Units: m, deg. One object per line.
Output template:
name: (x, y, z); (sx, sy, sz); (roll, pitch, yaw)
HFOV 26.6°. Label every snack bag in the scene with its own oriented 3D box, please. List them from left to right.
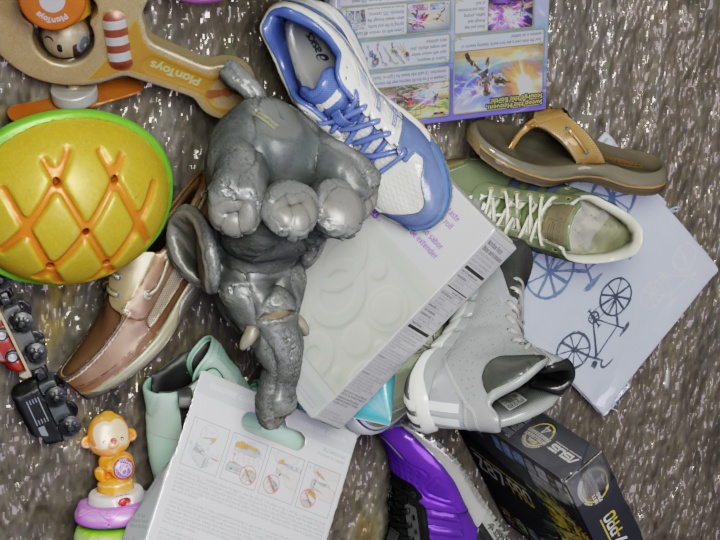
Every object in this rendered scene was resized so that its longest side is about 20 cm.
snack bag: (0.223, 0.006, 1.390); (0.200, 0.021, 0.189); (42, 84, -28)

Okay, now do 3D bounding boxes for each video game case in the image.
video game case: (0.058, -0.212, 1.220); (0.198, 0.045, 0.183); (-9, 110, -24)

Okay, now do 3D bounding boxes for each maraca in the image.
maraca: (-0.228, -0.049, 1.075); (0.198, 0.107, 0.138); (-4, 118, -25)

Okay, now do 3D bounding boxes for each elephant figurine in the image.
elephant figurine: (-0.077, -0.014, 1.110); (0.140, 0.156, 0.201); (22, 136, -3)

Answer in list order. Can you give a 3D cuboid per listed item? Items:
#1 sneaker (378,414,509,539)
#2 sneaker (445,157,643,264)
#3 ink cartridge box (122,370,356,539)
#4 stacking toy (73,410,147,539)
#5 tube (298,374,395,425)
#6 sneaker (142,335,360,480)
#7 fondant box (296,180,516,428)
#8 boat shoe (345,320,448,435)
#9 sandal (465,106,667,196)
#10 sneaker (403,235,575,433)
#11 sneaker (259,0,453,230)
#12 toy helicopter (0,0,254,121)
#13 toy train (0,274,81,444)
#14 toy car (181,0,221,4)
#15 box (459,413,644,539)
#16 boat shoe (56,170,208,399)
sneaker: (0.055, 0.216, 1.349); (0.099, 0.070, 0.201); (-39, 119, -8)
sneaker: (0.150, -0.049, 1.282); (0.198, 0.090, 0.068); (13, 95, -21)
ink cartridge box: (-0.100, 0.201, 1.198); (0.162, 0.057, 0.202); (26, 68, -31)
stacking toy: (-0.191, 0.211, 1.215); (0.115, 0.110, 0.202); (-7, 99, -22)
tube: (0.007, 0.021, 1.232); (0.050, 0.077, 0.202); (37, 63, -66)
sneaker: (-0.080, 0.102, 1.235); (0.199, 0.074, 0.119); (-19, 121, -18)
fondant box: (0.000, 0.000, 1.181); (0.200, 0.144, 0.058); (-45, 152, 6)
boat shoe: (0.054, 0.053, 1.265); (0.072, 0.062, 0.200); (48, 62, -19)
sandal: (0.178, -0.108, 1.287); (0.198, 0.081, 0.054); (7, 120, -22)
sneaker: (0.124, 0.056, 1.190); (0.201, 0.115, 0.075); (-58, 141, -35)
sneaker: (-0.011, -0.111, 1.116); (0.075, 0.088, 0.201); (-40, 80, 18)
toy helicopter: (-0.172, -0.151, 1.101); (0.198, 0.079, 0.133); (19, 120, -19)
toy train: (-0.266, 0.049, 1.151); (0.045, 0.034, 0.201); (-23, 117, -7)
toy car: (-0.089, -0.255, 1.062); (0.150, 0.200, 0.175); (-42, 83, 28)
box: (0.165, 0.189, 1.319); (0.049, 0.200, 0.162); (-34, 119, -15)
boat shoe: (-0.164, 0.006, 1.170); (0.200, 0.075, 0.074); (-49, 116, -14)
